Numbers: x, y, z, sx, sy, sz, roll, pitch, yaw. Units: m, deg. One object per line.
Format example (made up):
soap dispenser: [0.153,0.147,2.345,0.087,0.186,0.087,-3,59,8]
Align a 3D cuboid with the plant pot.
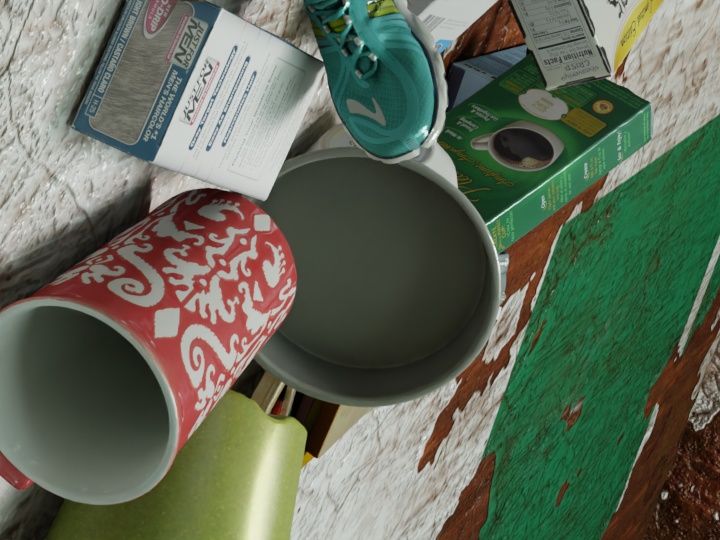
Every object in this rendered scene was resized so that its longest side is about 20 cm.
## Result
plant pot: [-0.122,0.172,1.608,0.200,0.200,0.185,55,50,-70]

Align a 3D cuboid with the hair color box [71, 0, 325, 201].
hair color box: [-0.094,-0.108,1.480,0.100,0.060,0.200,-66,163,2]

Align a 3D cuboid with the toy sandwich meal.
toy sandwich meal: [-0.033,0.103,1.894,0.205,0.070,0.205,-59,171,-15]

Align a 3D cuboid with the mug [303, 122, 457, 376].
mug: [0.002,-0.036,1.795,0.149,0.187,0.153,-17,128,-24]

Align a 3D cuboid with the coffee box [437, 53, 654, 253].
coffee box: [0.122,-0.094,1.938,0.200,0.123,0.044,-37,141,-28]

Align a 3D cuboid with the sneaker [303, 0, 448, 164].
sneaker: [-0.008,-0.157,1.520,0.077,0.200,0.080,-28,158,19]

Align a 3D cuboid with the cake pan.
cake pan: [0.000,0.000,1.703,0.037,0.200,0.201,-74,180,-63]

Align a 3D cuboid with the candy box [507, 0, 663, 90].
candy box: [0.147,-0.253,1.802,0.200,0.061,0.136,64,36,-23]

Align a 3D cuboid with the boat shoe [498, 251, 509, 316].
boat shoe: [0.056,-0.015,1.980,0.200,0.073,0.062,26,84,-49]

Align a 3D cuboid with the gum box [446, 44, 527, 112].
gum box: [0.105,-0.103,2.102,0.200,0.045,0.170,-22,134,-64]

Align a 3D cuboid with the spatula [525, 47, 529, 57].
spatula: [0.151,-0.201,2.038,0.057,0.021,0.200,-18,114,-67]

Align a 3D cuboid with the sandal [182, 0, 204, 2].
sandal: [-0.060,-0.220,1.407,0.200,0.082,0.055,-57,178,-29]

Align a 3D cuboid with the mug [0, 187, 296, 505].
mug: [-0.145,0.039,1.488,0.200,0.177,0.134,-47,119,-55]

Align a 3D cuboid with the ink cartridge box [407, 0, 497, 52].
ink cartridge box: [0.073,-0.225,1.667,0.200,0.068,0.116,-42,169,16]
